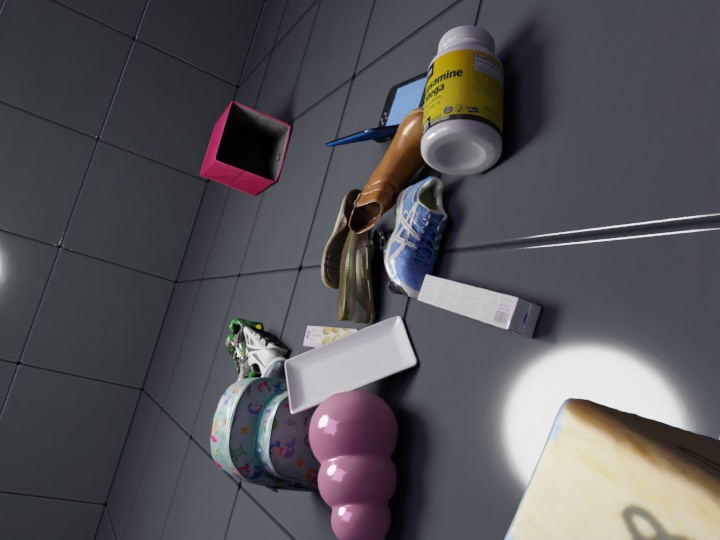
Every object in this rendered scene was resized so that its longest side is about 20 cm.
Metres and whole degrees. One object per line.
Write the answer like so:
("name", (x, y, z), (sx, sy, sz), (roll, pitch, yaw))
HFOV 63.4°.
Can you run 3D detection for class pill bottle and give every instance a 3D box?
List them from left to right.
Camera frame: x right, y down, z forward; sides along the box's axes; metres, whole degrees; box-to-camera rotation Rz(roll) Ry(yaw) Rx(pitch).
("pill bottle", (0.149, -0.248, 0.843), (0.112, 0.112, 0.200), (-30, 47, 53))

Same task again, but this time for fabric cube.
("fabric cube", (-0.358, -0.370, 1.811), (0.199, 0.200, 0.196), (-14, 61, 62))

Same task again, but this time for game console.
("game console", (0.043, -0.299, 1.076), (0.200, 0.118, 0.171), (9, 81, 63))

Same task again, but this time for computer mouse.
("computer mouse", (0.054, -0.021, 0.971), (0.200, 0.034, 0.059), (-109, 21, -59))

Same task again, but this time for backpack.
("backpack", (-0.130, 0.259, 0.934), (0.151, 0.200, 0.178), (-20, 54, 57))

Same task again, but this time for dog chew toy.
("dog chew toy", (-0.005, 0.268, 0.786), (0.125, 0.124, 0.200), (-40, 47, 46))

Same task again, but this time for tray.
("tray", (-0.016, 0.145, 0.884), (0.200, 0.022, 0.107), (-22, 39, 4))

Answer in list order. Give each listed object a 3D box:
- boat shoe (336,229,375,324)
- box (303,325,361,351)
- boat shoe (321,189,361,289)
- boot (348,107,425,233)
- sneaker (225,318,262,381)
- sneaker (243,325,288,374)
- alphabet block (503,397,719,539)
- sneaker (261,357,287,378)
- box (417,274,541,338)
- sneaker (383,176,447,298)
("boat shoe", (0.001, -0.001, 1.023), (0.073, 0.063, 0.201), (118, 161, -54))
("box", (-0.041, 0.123, 1.020), (0.200, 0.039, 0.041), (-5, 68, 62))
("boat shoe", (-0.029, -0.053, 1.120), (0.076, 0.072, 0.200), (141, 150, -69))
("boot", (0.054, -0.155, 0.948), (0.155, 0.074, 0.200), (-56, -4, -44))
("sneaker", (-0.290, 0.204, 1.411), (0.078, 0.085, 0.200), (-51, 33, 34))
("sneaker", (-0.233, 0.183, 1.327), (0.200, 0.074, 0.089), (24, 92, 64))
("alphabet block", (0.209, 0.213, 0.319), (0.200, 0.196, 0.196), (29, 100, 64))
("sneaker", (-0.160, 0.278, 1.101), (0.146, 0.077, 0.203), (-141, 62, -74))
("box", (0.143, 0.041, 0.739), (0.200, 0.039, 0.041), (15, 84, 64))
("sneaker", (0.086, -0.055, 0.872), (0.077, 0.076, 0.200), (-38, 42, 54))
